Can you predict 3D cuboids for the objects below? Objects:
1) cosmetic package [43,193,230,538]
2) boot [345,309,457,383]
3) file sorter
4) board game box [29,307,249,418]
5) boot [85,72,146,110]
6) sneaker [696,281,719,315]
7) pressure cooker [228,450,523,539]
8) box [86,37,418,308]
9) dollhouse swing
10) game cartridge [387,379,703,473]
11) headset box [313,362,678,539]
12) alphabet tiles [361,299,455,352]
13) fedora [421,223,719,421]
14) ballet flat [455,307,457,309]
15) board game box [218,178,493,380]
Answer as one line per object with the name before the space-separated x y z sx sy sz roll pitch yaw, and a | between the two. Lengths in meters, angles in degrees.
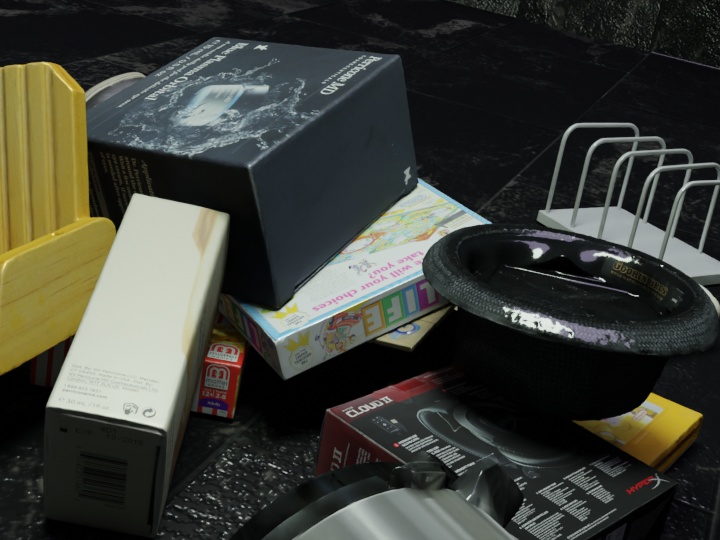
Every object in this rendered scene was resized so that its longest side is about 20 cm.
cosmetic package | -0.138 0.054 0.723 0.070 0.106 0.201 11 41 -3
boot | 0.072 0.062 0.884 0.198 0.075 0.075 11 -9 18
file sorter | 0.329 -0.078 1.304 0.137 0.126 0.200 -5 28 -33
board game box | -0.158 0.037 0.897 0.149 0.047 0.200 10 22 -3
boot | -0.237 -0.105 1.108 0.150 0.074 0.200 27 53 28
sneaker | 0.250 0.054 1.048 0.197 0.071 0.094 7 41 -17
pressure cooker | 0.015 0.178 0.470 0.174 0.181 0.200 -10 30 -35
box | -0.091 -0.087 0.881 0.198 0.119 0.197 13 38 32
dollhouse swing | -0.291 -0.037 0.770 0.198 0.178 0.182 -1 16 23
game cartridge | 0.146 0.110 0.889 0.199 0.033 0.176 25 26 28
headset box | 0.075 0.138 0.729 0.199 0.078 0.148 27 27 36
alphabet tiles | 0.000 0.000 0.904 0.198 0.008 0.167 11 35 33
fedora | 0.134 0.042 0.765 0.198 0.093 0.201 7 23 -3
ballet flat | 0.013 0.016 0.981 0.198 0.070 0.070 6 22 -27
board game box | -0.003 -0.001 0.859 0.198 0.035 0.134 -23 33 -20
